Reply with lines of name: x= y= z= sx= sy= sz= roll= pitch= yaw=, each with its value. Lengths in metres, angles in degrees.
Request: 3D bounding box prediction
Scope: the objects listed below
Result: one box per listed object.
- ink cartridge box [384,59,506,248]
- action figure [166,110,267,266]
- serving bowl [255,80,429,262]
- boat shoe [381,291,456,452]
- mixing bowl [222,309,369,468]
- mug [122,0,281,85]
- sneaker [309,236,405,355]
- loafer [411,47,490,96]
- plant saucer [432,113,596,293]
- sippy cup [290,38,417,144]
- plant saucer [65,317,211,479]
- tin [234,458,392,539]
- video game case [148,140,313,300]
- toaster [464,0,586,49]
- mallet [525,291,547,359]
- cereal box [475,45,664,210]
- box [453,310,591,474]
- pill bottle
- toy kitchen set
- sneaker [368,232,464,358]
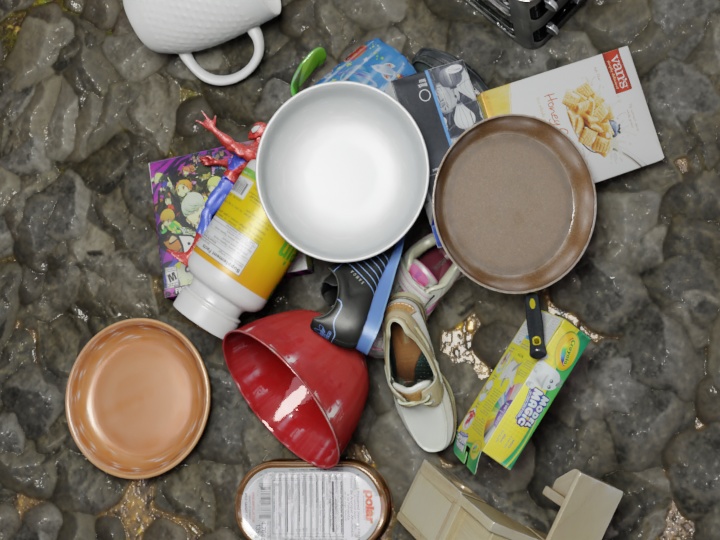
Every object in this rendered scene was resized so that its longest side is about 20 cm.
ink cartridge box: x=0.106 y=-0.138 z=1.242 sx=0.098 sy=0.039 sz=0.203 roll=-18 pitch=86 yaw=-13
action figure: x=-0.192 y=-0.114 z=1.326 sx=0.098 sy=0.065 sz=0.201 roll=36 pitch=89 yaw=3
serving bowl: x=-0.021 y=-0.109 z=1.205 sx=0.196 sy=0.066 sz=0.205 roll=0 pitch=87 yaw=-2
boat shoe: x=0.062 y=0.131 z=1.245 sx=0.073 sy=0.069 sz=0.203 roll=-14 pitch=106 yaw=17
mixing bowl: x=-0.062 y=0.123 z=1.261 sx=0.200 sy=0.201 sz=0.108 roll=43 pitch=61 yaw=14
mug: x=-0.200 y=-0.339 z=1.369 sx=0.173 sy=0.148 sz=0.202 roll=-22 pitch=109 yaw=15
sneaker: x=0.000 y=0.000 z=1.226 sx=0.077 sy=0.071 sz=0.202 roll=20 pitch=53 yaw=-4
loafer: x=0.135 y=-0.198 z=1.307 sx=0.200 sy=0.068 sz=0.070 roll=42 pitch=72 yaw=10
plant saucer: x=0.174 y=-0.075 z=1.210 sx=0.196 sy=0.032 sz=0.205 roll=0 pitch=89 yaw=-11
sippy cup: x=0.006 y=-0.210 z=1.313 sx=0.178 sy=0.139 sz=0.131 roll=45 pitch=81 yaw=-13
plant saucer: x=-0.282 y=0.165 z=1.359 sx=0.196 sy=0.037 sz=0.205 roll=-1 pitch=83 yaw=12
tin: x=-0.059 y=0.290 z=1.298 sx=0.196 sy=0.042 sz=0.114 roll=-3 pitch=86 yaw=11
video game case: x=-0.169 y=-0.069 z=1.369 sx=0.196 sy=0.036 sz=0.185 roll=-10 pitch=80 yaw=10
toaster: x=0.179 y=-0.381 z=1.269 sx=0.199 sy=0.181 sz=0.119 roll=41 pitch=92 yaw=13
mallet: x=0.189 y=0.026 z=1.230 sx=0.065 sy=0.042 sz=0.202 roll=-2 pitch=41 yaw=14
cereal box: x=0.249 y=-0.170 z=1.261 sx=0.197 sy=0.040 sz=0.146 roll=-19 pitch=90 yaw=-8
box: x=0.181 y=0.145 z=1.227 sx=0.048 sy=0.117 sz=0.202 roll=34 pitch=90 yaw=-9
pill bottle: x=-0.140 y=-0.021 z=1.280 sx=0.110 sy=0.111 sz=0.202 roll=32 pitch=89 yaw=13
toy kitchen set: x=0.189 y=0.283 z=1.232 sx=0.198 sy=0.180 sz=0.165 roll=26 pitch=91 yaw=-27
sneaker: x=0.063 y=0.019 z=1.284 sx=0.081 sy=0.088 sz=0.201 roll=38 pitch=91 yaw=13
